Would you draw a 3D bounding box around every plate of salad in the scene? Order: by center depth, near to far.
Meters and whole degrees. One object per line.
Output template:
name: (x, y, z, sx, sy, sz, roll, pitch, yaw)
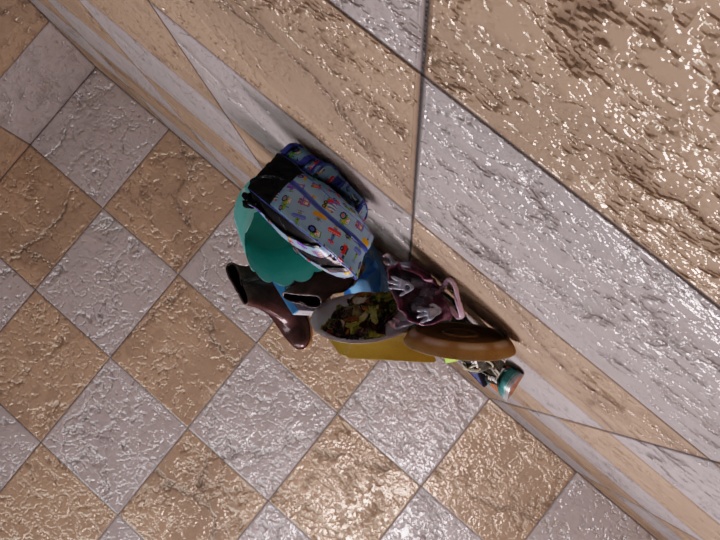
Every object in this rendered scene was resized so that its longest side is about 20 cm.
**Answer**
plate of salad: (0.004, 0.077, 1.408, 0.200, 0.198, 0.049, 35, 134, 53)

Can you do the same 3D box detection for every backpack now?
backpack: (-0.060, -0.083, 1.170, 0.200, 0.135, 0.183, 37, 175, 47)

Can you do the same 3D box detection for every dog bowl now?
dog bowl: (0.000, 0.000, 1.598, 0.111, 0.049, 0.202, -8, 114, 46)

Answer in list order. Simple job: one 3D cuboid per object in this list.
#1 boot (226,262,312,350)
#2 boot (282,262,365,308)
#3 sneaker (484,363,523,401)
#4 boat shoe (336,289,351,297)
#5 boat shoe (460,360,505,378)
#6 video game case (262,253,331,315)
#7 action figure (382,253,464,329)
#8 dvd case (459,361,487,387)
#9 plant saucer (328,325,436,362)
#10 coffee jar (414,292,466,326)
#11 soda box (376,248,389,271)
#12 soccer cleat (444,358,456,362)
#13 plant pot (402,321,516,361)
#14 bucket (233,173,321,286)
boot: (-0.188, 0.075, 1.549, 0.202, 0.072, 0.166, 61, -159, 17)
boot: (-0.106, 0.007, 1.531, 0.198, 0.166, 0.073, 12, 121, 35)
sneaker: (0.315, 0.242, 1.708, 0.079, 0.072, 0.200, 34, 176, 13)
boat shoe: (-0.069, 0.002, 1.685, 0.074, 0.066, 0.202, 34, -147, -82)
boat shoe: (0.231, 0.170, 1.492, 0.070, 0.065, 0.199, 10, 169, 40)
video game case: (-0.127, 0.034, 1.611, 0.144, 0.018, 0.200, 56, -164, 17)
action figure: (0.109, 0.026, 1.326, 0.200, 0.147, 0.136, -12, -89, -77)
dvd case: (0.224, 0.175, 1.802, 0.200, 0.017, 0.143, 46, 169, 43)
plant saucer: (0.029, 0.116, 1.492, 0.197, 0.049, 0.200, 6, -164, -23)
coffee jar: (0.166, 0.110, 1.552, 0.104, 0.086, 0.200, 36, 175, 29)
soda box: (0.043, 0.002, 1.665, 0.199, 0.064, 0.068, 40, 177, 13)
soccer cleat: (0.154, 0.125, 1.710, 0.201, 0.067, 0.081, 52, 146, 5)
plant pot: (0.173, 0.119, 1.327, 0.197, 0.028, 0.200, 4, -172, -1)
bucket: (-0.145, -0.090, 1.470, 0.207, 0.207, 0.135, 42, -174, -36)
